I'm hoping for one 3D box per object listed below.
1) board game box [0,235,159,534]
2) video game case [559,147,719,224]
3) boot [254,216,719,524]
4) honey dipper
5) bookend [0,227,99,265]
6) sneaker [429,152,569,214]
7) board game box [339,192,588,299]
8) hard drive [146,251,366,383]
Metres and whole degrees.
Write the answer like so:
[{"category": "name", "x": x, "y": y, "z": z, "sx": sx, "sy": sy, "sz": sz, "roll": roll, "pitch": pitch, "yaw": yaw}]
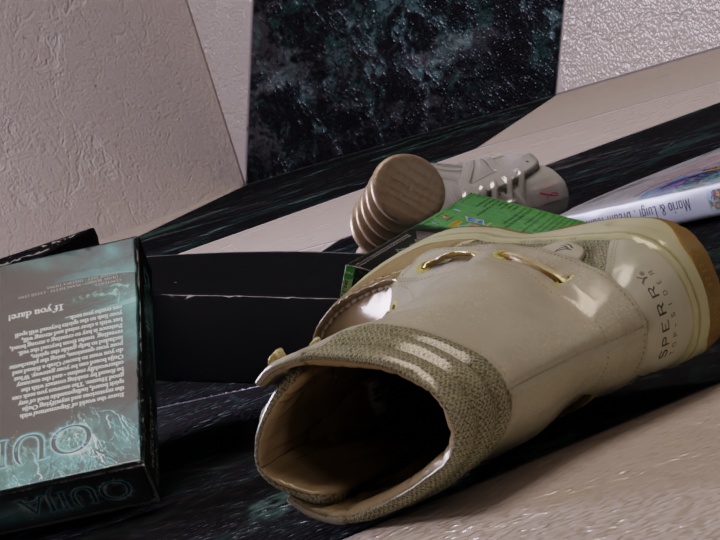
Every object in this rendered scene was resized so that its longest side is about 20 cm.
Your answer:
[{"category": "board game box", "x": -0.185, "y": 0.060, "z": 1.001, "sx": 0.198, "sy": 0.028, "sz": 0.136, "roll": -12, "pitch": 45, "yaw": 5}, {"category": "video game case", "x": 0.243, "y": -0.062, "z": 1.378, "sx": 0.199, "sy": 0.024, "sz": 0.181, "roll": -22, "pitch": 6, "yaw": -42}, {"category": "boot", "x": 0.014, "y": 0.038, "z": 0.847, "sx": 0.154, "sy": 0.073, "sz": 0.199, "roll": -25, "pitch": 9, "yaw": -40}, {"category": "honey dipper", "x": 0.000, "y": 0.000, "z": 1.191, "sx": 0.038, "sy": 0.038, "sz": 0.200, "roll": -20, "pitch": -17, "yaw": -21}, {"category": "bookend", "x": -0.265, "y": 0.055, "z": 1.506, "sx": 0.198, "sy": 0.093, "sz": 0.199, "roll": -18, "pitch": 5, "yaw": 7}, {"category": "sneaker", "x": 0.077, "y": -0.042, "z": 1.461, "sx": 0.099, "sy": 0.079, "sz": 0.200, "roll": -12, "pitch": 8, "yaw": 20}, {"category": "board game box", "x": 0.070, "y": 0.001, "z": 1.045, "sx": 0.104, "sy": 0.024, "sz": 0.200, "roll": 13, "pitch": 14, "yaw": 16}, {"category": "hard drive", "x": -0.039, "y": 0.022, "z": 1.086, "sx": 0.198, "sy": 0.043, "sz": 0.135, "roll": 1, "pitch": 10, "yaw": 17}]
